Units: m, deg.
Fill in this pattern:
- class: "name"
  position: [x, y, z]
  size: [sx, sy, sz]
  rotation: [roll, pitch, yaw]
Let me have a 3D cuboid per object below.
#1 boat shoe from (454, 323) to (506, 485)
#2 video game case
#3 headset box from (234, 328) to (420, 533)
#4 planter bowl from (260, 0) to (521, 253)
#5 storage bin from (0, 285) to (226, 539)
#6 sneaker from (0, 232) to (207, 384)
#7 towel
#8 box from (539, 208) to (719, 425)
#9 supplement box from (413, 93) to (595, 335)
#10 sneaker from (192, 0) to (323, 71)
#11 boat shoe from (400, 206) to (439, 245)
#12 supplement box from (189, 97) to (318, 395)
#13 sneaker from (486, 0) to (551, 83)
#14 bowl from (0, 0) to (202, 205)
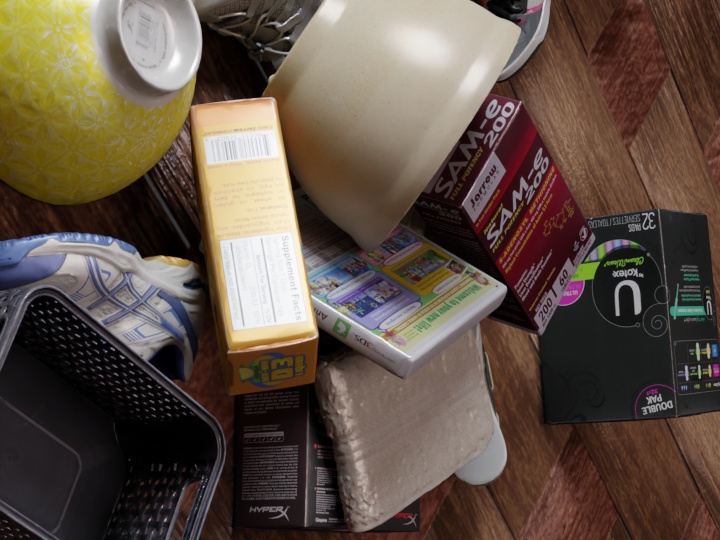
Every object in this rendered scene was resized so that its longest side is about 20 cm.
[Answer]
- class: "boat shoe"
  position: [0.080, 0.091, 1.384]
  size: [0.064, 0.070, 0.202]
  rotation: [46, 31, -83]
- class: "video game case"
  position: [0.000, 0.000, 1.186]
  size: [0.200, 0.181, 0.022]
  rotation: [-30, 148, -61]
- class: "headset box"
  position: [-0.022, 0.101, 1.223]
  size: [0.148, 0.077, 0.202]
  rotation: [13, 73, -52]
- class: "planter bowl"
  position: [0.008, -0.133, 1.164]
  size: [0.134, 0.200, 0.201]
  rotation: [34, 50, -4]
- class: "storage bin"
  position: [-0.190, 0.115, 0.979]
  size: [0.200, 0.093, 0.136]
  rotation: [45, 51, -39]
- class: "sneaker"
  position: [-0.170, 0.029, 1.035]
  size: [0.199, 0.075, 0.089]
  rotation: [14, 73, -51]
- class: "towel"
  position: [0.035, 0.104, 1.211]
  size: [0.199, 0.034, 0.134]
  rotation: [-24, 103, -52]
- class: "box"
  position: [0.266, 0.048, 1.565]
  size: [0.124, 0.147, 0.202]
  rotation: [1, 84, -54]
- class: "supplement box"
  position: [0.121, -0.046, 1.312]
  size: [0.109, 0.061, 0.200]
  rotation: [-59, 141, -17]
- class: "sneaker"
  position: [-0.071, -0.196, 1.207]
  size: [0.199, 0.074, 0.083]
  rotation: [-12, 93, -54]
- class: "boat shoe"
  position: [0.086, -0.043, 1.369]
  size: [0.200, 0.064, 0.073]
  rotation: [-22, 129, -65]
- class: "supplement box"
  position: [-0.075, -0.019, 1.076]
  size: [0.067, 0.068, 0.202]
  rotation: [97, -14, -59]
- class: "sneaker"
  position: [0.138, -0.282, 1.463]
  size: [0.120, 0.083, 0.201]
  rotation: [17, 99, -50]
- class: "bowl"
  position: [-0.169, -0.149, 1.040]
  size: [0.199, 0.107, 0.202]
  rotation: [14, 72, -52]
